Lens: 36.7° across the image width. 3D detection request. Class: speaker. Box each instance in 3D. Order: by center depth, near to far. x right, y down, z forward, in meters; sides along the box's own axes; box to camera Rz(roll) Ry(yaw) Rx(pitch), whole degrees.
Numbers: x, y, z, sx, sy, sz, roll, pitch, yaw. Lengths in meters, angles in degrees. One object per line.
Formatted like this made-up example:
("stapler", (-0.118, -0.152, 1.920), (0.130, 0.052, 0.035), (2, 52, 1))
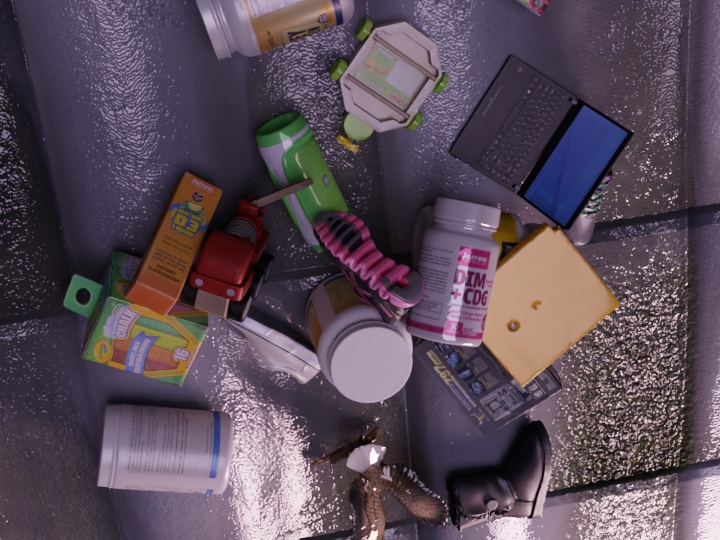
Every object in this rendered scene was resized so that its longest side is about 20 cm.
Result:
("speaker", (-0.080, -0.130, 1.608), (0.088, 0.088, 0.201), (-26, 115, 0))

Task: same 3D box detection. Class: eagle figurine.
("eagle figurine", (0.038, 0.368, 1.800), (0.151, 0.201, 0.152), (-13, 160, -47))

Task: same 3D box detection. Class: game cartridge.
("game cartridge", (0.265, 0.050, 1.646), (0.200, 0.032, 0.176), (-41, 105, 3))

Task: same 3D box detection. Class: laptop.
("laptop", (0.268, -0.192, 1.633), (0.200, 0.103, 0.178), (30, 103, -14))

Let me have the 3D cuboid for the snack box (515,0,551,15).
("snack box", (0.244, -0.495, 1.537), (0.168, 0.068, 0.200), (32, 101, -22))

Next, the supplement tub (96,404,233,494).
("supplement tub", (-0.306, 0.281, 1.703), (0.199, 0.132, 0.132), (7, 110, -14))

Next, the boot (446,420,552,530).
("boot", (0.237, 0.357, 1.873), (0.167, 0.076, 0.201), (-5, 119, -14))

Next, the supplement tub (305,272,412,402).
("supplement tub", (-0.002, 0.100, 1.653), (0.144, 0.200, 0.145), (-4, 113, -10))

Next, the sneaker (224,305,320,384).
("sneaker", (-0.144, 0.118, 1.702), (0.200, 0.073, 0.071), (34, 98, -22))

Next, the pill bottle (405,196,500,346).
("pill bottle", (0.137, 0.001, 1.560), (0.113, 0.113, 0.201), (9, 93, -15))

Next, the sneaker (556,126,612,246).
("sneaker", (0.352, -0.124, 1.690), (0.074, 0.087, 0.201), (-17, 115, -23))

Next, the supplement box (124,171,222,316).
("supplement box", (-0.265, -0.040, 1.550), (0.066, 0.201, 0.069), (26, 146, -14))

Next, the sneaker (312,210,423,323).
("sneaker", (0.000, 0.000, 1.559), (0.079, 0.200, 0.096), (-33, 158, -32))

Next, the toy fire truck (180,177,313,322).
("toy fire truck", (-0.159, -0.047, 1.551), (0.128, 0.176, 0.201), (18, 120, 3))

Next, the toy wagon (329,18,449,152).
("toy wagon", (0.029, -0.268, 1.600), (0.155, 0.040, 0.200), (31, 103, -21))

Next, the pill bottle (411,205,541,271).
("pill bottle", (0.187, -0.037, 1.684), (0.199, 0.113, 0.113), (4, 111, -13))

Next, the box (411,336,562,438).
("box", (0.199, 0.147, 1.720), (0.157, 0.051, 0.200), (-36, 105, 16))

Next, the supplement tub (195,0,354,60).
("supplement tub", (-0.122, -0.376, 1.468), (0.199, 0.144, 0.145), (-21, 114, -2))

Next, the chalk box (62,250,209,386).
("chalk box", (-0.335, 0.064, 1.601), (0.199, 0.124, 0.125), (18, 121, -18))
